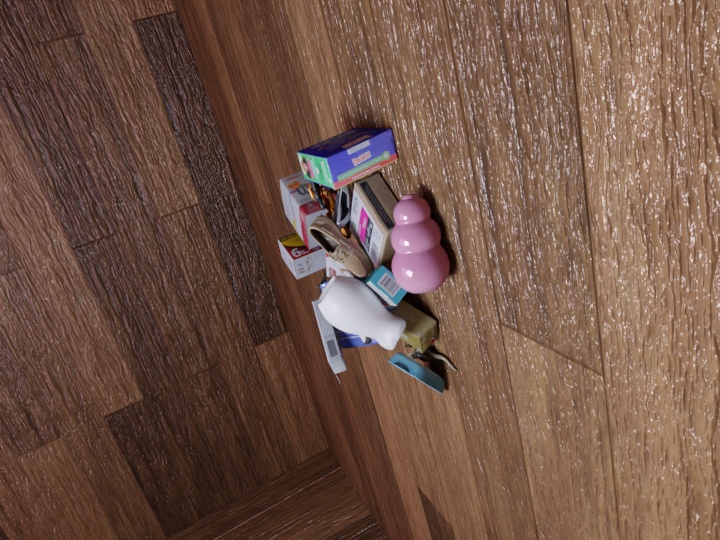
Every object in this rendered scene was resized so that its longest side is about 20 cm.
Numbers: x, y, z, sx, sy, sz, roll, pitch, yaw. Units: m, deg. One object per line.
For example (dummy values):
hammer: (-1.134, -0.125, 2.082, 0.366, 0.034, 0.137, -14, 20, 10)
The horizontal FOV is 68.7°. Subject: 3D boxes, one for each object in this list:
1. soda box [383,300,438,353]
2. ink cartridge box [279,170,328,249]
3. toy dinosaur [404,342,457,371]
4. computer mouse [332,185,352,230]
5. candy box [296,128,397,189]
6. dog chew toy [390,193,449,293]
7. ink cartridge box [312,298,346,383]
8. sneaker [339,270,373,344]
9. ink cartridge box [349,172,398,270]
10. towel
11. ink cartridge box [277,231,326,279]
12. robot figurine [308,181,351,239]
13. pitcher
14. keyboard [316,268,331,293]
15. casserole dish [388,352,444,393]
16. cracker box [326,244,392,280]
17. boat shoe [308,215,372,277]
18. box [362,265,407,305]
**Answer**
soda box: (0.104, 0.124, 1.346, 0.199, 0.068, 0.065, 31, 150, 39)
ink cartridge box: (-0.143, -0.199, 1.630, 0.201, 0.144, 0.146, 52, 156, 38)
toy dinosaur: (0.165, 0.217, 1.368, 0.087, 0.048, 0.199, 26, 172, -23)
computer mouse: (-0.041, -0.192, 1.404, 0.110, 0.043, 0.203, 136, 142, -66)
candy box: (-0.034, -0.262, 1.205, 0.200, 0.167, 0.078, 30, 143, 62)
dog chew toy: (0.118, -0.059, 1.103, 0.124, 0.123, 0.204, -163, 61, -67)
ink cartridge box: (-0.083, 0.207, 1.546, 0.174, 0.043, 0.202, 72, 179, -56)
sneaker: (-0.027, 0.106, 1.389, 0.203, 0.079, 0.074, 66, 161, -4)
ink cartridge box: (0.044, -0.111, 1.313, 0.166, 0.074, 0.201, 58, 161, 24)
towel: (-0.025, 0.118, 1.459, 0.143, 0.024, 0.203, -11, 104, 32)
ink cartridge box: (-0.159, -0.085, 1.718, 0.176, 0.198, 0.085, 47, 153, 43)
robot figurine: (-0.075, -0.183, 1.477, 0.058, 0.145, 0.202, -26, 98, 34)
pitcher: (-0.005, 0.099, 1.270, 0.198, 0.122, 0.171, 33, 171, -12)
keyboard: (-0.073, 0.015, 1.627, 0.126, 0.203, 0.021, 9, 162, 48)
casserole dish: (0.152, 0.264, 1.367, 0.120, 0.039, 0.200, 26, 171, 40)
cracker box: (0.000, 0.000, 1.450, 0.198, 0.058, 0.135, 27, 147, 16)
boat shoe: (-0.055, -0.049, 1.345, 0.200, 0.065, 0.071, 43, 129, -7)
box: (0.056, 0.038, 1.243, 0.082, 0.049, 0.200, 41, 175, -2)
